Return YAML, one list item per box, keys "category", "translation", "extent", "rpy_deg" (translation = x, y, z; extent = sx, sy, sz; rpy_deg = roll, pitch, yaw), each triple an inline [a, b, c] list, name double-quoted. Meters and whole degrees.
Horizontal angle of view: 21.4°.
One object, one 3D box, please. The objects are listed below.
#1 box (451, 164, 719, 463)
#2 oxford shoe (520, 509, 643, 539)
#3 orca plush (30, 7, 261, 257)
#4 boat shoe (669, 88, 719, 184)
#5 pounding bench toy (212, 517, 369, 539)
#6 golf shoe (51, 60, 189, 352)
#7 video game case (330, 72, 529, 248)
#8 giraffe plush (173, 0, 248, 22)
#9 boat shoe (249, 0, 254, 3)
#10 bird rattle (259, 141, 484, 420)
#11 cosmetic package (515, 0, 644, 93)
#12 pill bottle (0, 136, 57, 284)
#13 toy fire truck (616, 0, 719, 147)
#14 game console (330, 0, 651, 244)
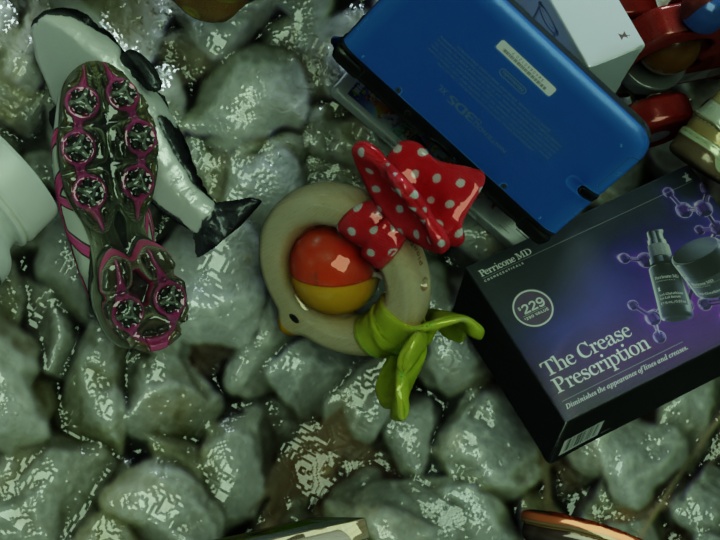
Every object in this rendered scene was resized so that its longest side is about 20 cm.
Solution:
- category: "box"
  translation: [0.190, 0.029, 1.404]
  extent: [0.200, 0.079, 0.141]
  rpy_deg: [-25, 65, -18]
- category: "oxford shoe"
  translation: [0.199, 0.237, 1.411]
  extent: [0.200, 0.071, 0.073]
  rpy_deg: [28, 82, -12]
- category: "orca plush"
  translation: [-0.145, -0.110, 1.346]
  extent: [0.200, 0.105, 0.071]
  rpy_deg: [39, 38, 6]
- category: "boat shoe"
  translation: [0.314, -0.082, 1.437]
  extent: [0.200, 0.072, 0.076]
  rpy_deg: [24, 100, -49]
- category: "pounding bench toy"
  translation: [-0.045, 0.253, 1.266]
  extent: [0.124, 0.200, 0.156]
  rpy_deg: [-10, 86, -18]
- category: "golf shoe"
  translation: [-0.176, -0.042, 1.308]
  extent: [0.073, 0.092, 0.200]
  rpy_deg: [-12, 97, -25]
- category: "video game case"
  translation: [0.095, -0.123, 1.447]
  extent: [0.200, 0.018, 0.143]
  rpy_deg: [40, 75, -9]
- category: "giraffe plush"
  translation: [-0.116, -0.239, 1.289]
  extent: [0.162, 0.200, 0.173]
  rpy_deg: [34, 72, 5]
- category: "boat shoe"
  translation: [-0.050, -0.272, 1.399]
  extent: [0.072, 0.072, 0.200]
  rpy_deg: [44, 67, 1]
- category: "bird rattle"
  translation: [0.000, 0.000, 1.314]
  extent: [0.113, 0.163, 0.200]
  rpy_deg: [-54, 143, -43]
- category: "cosmetic package"
  translation: [0.114, -0.199, 1.354]
  extent: [0.052, 0.151, 0.200]
  rpy_deg: [-22, 73, -19]
- category: "pill bottle"
  translation: [-0.305, -0.006, 1.263]
  extent: [0.200, 0.114, 0.114]
  rpy_deg: [-44, 97, -16]
- category: "toy fire truck"
  translation: [0.257, -0.174, 1.411]
  extent: [0.200, 0.168, 0.112]
  rpy_deg: [-10, 75, -21]
- category: "game console"
  translation: [0.086, -0.126, 1.329]
  extent: [0.200, 0.171, 0.118]
  rpy_deg: [41, 34, -9]
